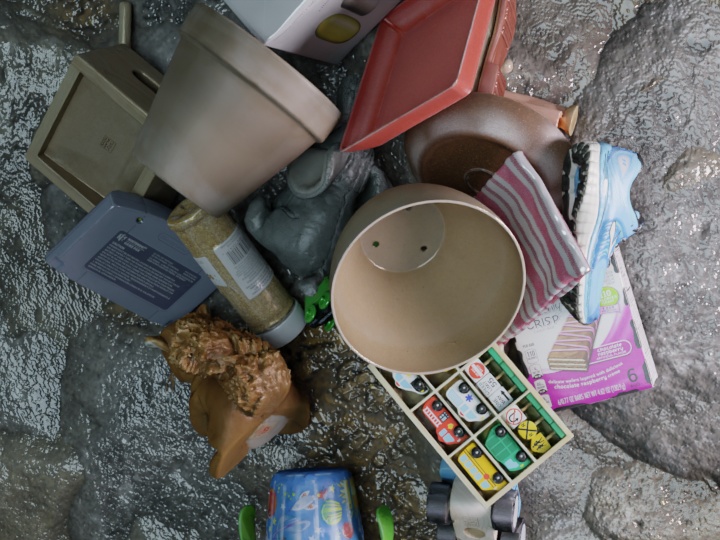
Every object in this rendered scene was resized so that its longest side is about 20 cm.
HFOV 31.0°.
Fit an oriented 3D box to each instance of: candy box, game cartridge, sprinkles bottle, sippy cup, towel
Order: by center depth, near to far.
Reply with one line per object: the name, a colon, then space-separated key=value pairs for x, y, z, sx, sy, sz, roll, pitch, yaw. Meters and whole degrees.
towel: x=0.154 y=-0.017 z=1.375 sx=0.147 sy=0.030 sz=0.200 roll=60 pitch=147 yaw=13
candy box: x=0.235 y=0.047 z=1.438 sx=0.136 sy=0.061 sz=0.200 roll=-17 pitch=91 yaw=18
sprinkles bottle: x=-0.142 y=0.000 z=1.510 sx=0.068 sy=0.068 sz=0.200 roll=-26 pitch=116 yaw=19
game cartridge: x=-0.254 y=-0.014 z=1.534 sx=0.133 sy=0.200 sz=0.041 roll=-38 pitch=47 yaw=18
sippy cup: x=-0.055 y=0.301 z=1.538 sx=0.177 sy=0.140 sz=0.131 roll=-2 pitch=86 yaw=-7

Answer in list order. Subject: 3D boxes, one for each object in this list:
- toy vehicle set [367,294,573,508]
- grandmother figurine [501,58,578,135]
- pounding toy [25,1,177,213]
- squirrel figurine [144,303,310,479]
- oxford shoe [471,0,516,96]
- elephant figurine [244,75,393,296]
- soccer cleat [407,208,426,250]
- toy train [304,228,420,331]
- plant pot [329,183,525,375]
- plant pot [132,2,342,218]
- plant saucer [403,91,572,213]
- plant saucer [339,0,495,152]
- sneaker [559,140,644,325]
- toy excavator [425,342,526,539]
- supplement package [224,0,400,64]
toy vehicle set: x=0.118 y=0.141 z=1.405 sx=0.124 sy=0.027 sz=0.200 roll=-40 pitch=81 yaw=-2
grandmother figurine: x=0.138 y=-0.182 z=1.442 sx=0.200 sy=0.061 sz=0.122 roll=17 pitch=75 yaw=13
pounding toy: x=-0.286 y=-0.185 z=1.554 sx=0.200 sy=0.142 sz=0.184 roll=40 pitch=118 yaw=9
squirrel figurine: x=-0.164 y=0.111 z=1.522 sx=0.187 sy=0.141 sz=0.200 roll=48 pitch=153 yaw=24
oxford shoe: x=0.125 y=-0.253 z=1.404 sx=0.074 sy=0.071 sz=0.200 roll=7 pitch=72 yaw=17
elephant figurine: x=-0.032 y=-0.100 z=1.464 sx=0.155 sy=0.141 sz=0.200 roll=41 pitch=109 yaw=12
soccer cleat: x=0.075 y=0.025 z=1.475 sx=0.068 sy=0.085 sz=0.200 roll=-17 pitch=92 yaw=19
toy train: x=0.000 y=0.000 z=1.488 sx=0.042 sy=0.056 sz=0.200 roll=25 pitch=131 yaw=-28
plant pot: x=0.058 y=-0.011 z=1.351 sx=0.200 sy=0.135 sz=0.201 roll=-5 pitch=119 yaw=-9
plant pot: x=-0.148 y=-0.159 z=1.396 sx=0.200 sy=0.200 sz=0.174 roll=38 pitch=91 yaw=10
plant saucer: x=0.136 y=-0.106 z=1.399 sx=0.200 sy=0.037 sz=0.201 roll=17 pitch=143 yaw=13
plant saucer: x=0.071 y=-0.228 z=1.380 sx=0.037 sy=0.200 sz=0.199 roll=32 pitch=147 yaw=-25
sneaker: x=0.256 y=-0.035 z=1.350 sx=0.090 sy=0.078 sz=0.200 roll=-1 pitch=113 yaw=-14
toy excavator: x=0.139 y=0.201 z=1.476 sx=0.100 sy=0.200 sz=0.195 roll=2 pitch=142 yaw=16
supplement package: x=-0.042 y=-0.346 z=1.398 sx=0.191 sy=0.200 sz=0.147 roll=-43 pitch=78 yaw=18
